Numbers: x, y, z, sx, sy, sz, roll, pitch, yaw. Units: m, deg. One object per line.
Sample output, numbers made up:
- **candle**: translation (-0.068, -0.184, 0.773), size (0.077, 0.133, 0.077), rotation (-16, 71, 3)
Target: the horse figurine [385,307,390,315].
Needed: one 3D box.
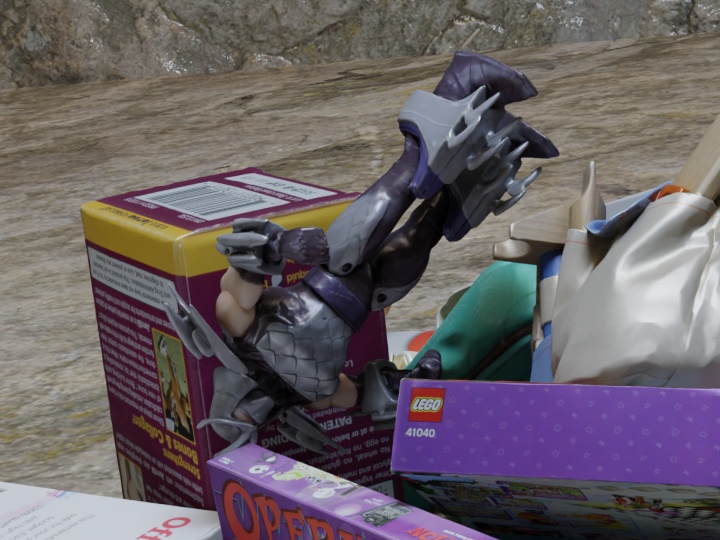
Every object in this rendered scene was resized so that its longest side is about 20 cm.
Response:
- **horse figurine**: translation (-0.031, 0.021, 1.145), size (0.132, 0.050, 0.200), rotation (0, 17, 33)

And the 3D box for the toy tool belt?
- **toy tool belt**: translation (0.113, 0.018, 0.752), size (0.124, 0.124, 0.200), rotation (15, -22, -15)

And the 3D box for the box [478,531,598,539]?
- **box**: translation (0.123, 0.150, 0.670), size (0.198, 0.083, 0.049), rotation (-1, 16, 25)

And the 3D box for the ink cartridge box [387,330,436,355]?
- **ink cartridge box**: translation (0.029, 0.081, 1.059), size (0.161, 0.051, 0.200), rotation (-3, 11, 16)

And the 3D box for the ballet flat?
- **ballet flat**: translation (0.045, 0.058, 0.902), size (0.067, 0.200, 0.071), rotation (17, 45, -28)

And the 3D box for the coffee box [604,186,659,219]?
- **coffee box**: translation (0.192, 0.027, 0.923), size (0.079, 0.114, 0.199), rotation (-17, -15, 40)

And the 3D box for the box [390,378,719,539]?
- **box**: translation (0.125, 0.081, 0.680), size (0.198, 0.039, 0.137), rotation (1, -22, 20)

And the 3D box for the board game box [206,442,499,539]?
- **board game box**: translation (0.013, 0.143, 0.672), size (0.032, 0.121, 0.199), rotation (-15, 16, -33)

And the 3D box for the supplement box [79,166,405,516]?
- **supplement box**: translation (-0.054, 0.062, 0.855), size (0.103, 0.202, 0.131), rotation (-13, 15, -27)

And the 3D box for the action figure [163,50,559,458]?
- **action figure**: translation (0.000, 0.000, 0.760), size (0.200, 0.130, 0.069), rotation (-50, 47, -9)

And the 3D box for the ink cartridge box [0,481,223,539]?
- **ink cartridge box**: translation (-0.166, 0.156, 0.773), size (0.199, 0.086, 0.147), rotation (4, 17, 32)
